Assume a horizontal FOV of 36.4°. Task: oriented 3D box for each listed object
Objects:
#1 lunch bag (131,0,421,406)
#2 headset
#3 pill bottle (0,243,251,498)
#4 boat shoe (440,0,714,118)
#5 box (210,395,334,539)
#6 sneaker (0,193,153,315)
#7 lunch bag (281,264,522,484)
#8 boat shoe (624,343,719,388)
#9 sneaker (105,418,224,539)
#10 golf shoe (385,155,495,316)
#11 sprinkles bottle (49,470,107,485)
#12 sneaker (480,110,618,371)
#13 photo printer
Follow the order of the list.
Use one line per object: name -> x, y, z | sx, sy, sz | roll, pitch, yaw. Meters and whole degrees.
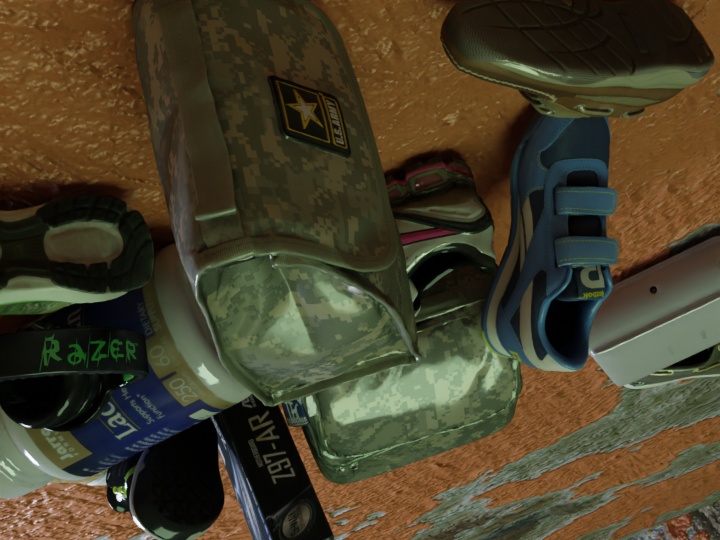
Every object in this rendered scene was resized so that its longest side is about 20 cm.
lunch bag -> -0.044, -0.043, 0.569 | 0.116, 0.166, 0.200 | -17, 156, 6
headset -> -0.212, 0.050, 0.650 | 0.199, 0.095, 0.123 | -19, 165, 40
pill bottle -> -0.177, 0.074, 0.755 | 0.199, 0.117, 0.116 | -28, 154, 14
boat shoe -> 0.126, -0.121, 0.653 | 0.198, 0.076, 0.072 | 0, 150, -34
box -> -0.082, 0.150, 0.876 | 0.043, 0.201, 0.161 | -19, 156, -14
sneaker -> -0.226, 0.003, 0.642 | 0.198, 0.078, 0.088 | 1, 159, -32
lunch bag -> 0.029, 0.070, 0.879 | 0.198, 0.141, 0.168 | -17, 153, -6
boat shoe -> 0.390, 0.085, 1.255 | 0.199, 0.073, 0.060 | -16, 159, -2
sneaker -> -0.151, 0.162, 0.819 | 0.083, 0.072, 0.200 | -42, -169, 6
golf shoe -> 0.000, 0.000, 0.774 | 0.198, 0.093, 0.073 | -27, 157, 15
sprinkles bottle -> -0.271, 0.135, 0.859 | 0.068, 0.069, 0.199 | -37, 150, 31
sneaker -> 0.145, -0.023, 0.759 | 0.073, 0.082, 0.203 | -1, 108, -28
photo printer -> 0.328, 0.040, 1.122 | 0.198, 0.070, 0.166 | -27, 154, 13
